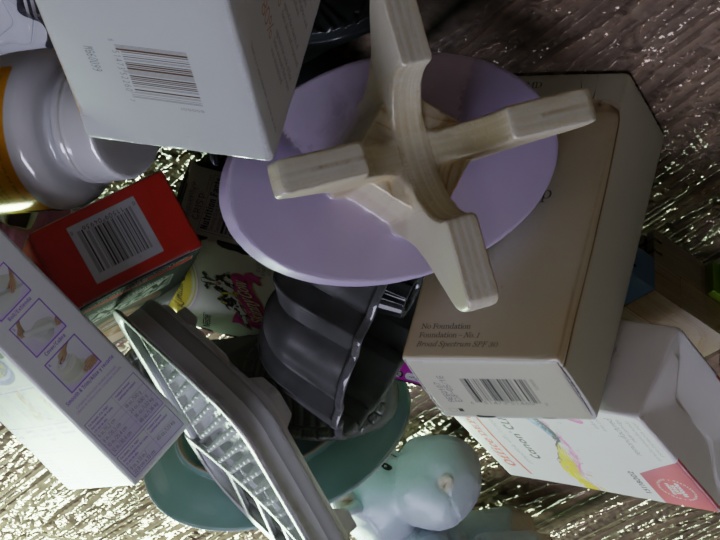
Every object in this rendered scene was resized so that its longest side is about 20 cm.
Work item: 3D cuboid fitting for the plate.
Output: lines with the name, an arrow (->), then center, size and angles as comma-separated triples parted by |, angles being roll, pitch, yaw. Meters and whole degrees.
plate -> -0.063, 0.108, 1.959 | 0.200, 0.200, 0.026 | 0, 129, 27

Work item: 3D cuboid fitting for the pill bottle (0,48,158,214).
pill bottle -> -0.229, -0.090, 1.770 | 0.200, 0.109, 0.109 | -3, 146, 33

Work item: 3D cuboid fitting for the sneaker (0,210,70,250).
sneaker -> -0.302, -0.049, 1.908 | 0.200, 0.081, 0.088 | 21, 159, -11

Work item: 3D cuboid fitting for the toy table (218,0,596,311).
toy table -> 0.029, -0.065, 1.531 | 0.184, 0.200, 0.117 | 64, 163, -1

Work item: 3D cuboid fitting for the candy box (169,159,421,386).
candy box -> -0.031, 0.005, 1.888 | 0.200, 0.061, 0.136 | 15, 152, 3

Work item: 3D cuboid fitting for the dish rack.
dish rack -> -0.073, 0.108, 1.791 | 0.172, 0.044, 0.200 | 40, 164, 45

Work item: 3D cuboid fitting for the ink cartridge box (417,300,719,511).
ink cartridge box -> 0.125, 0.080, 1.695 | 0.200, 0.068, 0.116 | 7, 152, 41

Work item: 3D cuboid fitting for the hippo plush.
hippo plush -> 0.044, 0.193, 2.144 | 0.200, 0.159, 0.161 | -15, 111, 21

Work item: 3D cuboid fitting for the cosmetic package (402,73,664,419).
cosmetic package -> 0.104, -0.015, 1.637 | 0.103, 0.200, 0.073 | -1, 148, 27

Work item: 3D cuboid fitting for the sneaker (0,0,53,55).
sneaker -> -0.238, -0.183, 1.616 | 0.115, 0.075, 0.200 | -16, 146, 14

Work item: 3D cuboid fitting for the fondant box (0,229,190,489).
fondant box -> -0.213, 0.049, 1.743 | 0.200, 0.058, 0.144 | 46, 160, -13

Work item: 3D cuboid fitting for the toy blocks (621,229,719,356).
toy blocks -> 0.139, 0.026, 1.795 | 0.137, 0.100, 0.200 | 33, 134, -32

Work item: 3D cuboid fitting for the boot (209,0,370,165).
boot -> -0.031, -0.127, 1.642 | 0.198, 0.073, 0.162 | -12, 152, 20

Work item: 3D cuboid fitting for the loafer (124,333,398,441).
loafer -> -0.065, 0.074, 1.912 | 0.200, 0.075, 0.070 | 6, -175, 19

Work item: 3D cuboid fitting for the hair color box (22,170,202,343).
hair color box -> -0.174, 0.006, 1.833 | 0.061, 0.101, 0.200 | 61, 163, 7

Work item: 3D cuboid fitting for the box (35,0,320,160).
box -> -0.082, -0.184, 1.431 | 0.106, 0.200, 0.152 | 7, 151, 13

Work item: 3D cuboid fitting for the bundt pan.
bundt pan -> 0.000, 0.000, 1.721 | 0.076, 0.202, 0.202 | 25, 153, 10
